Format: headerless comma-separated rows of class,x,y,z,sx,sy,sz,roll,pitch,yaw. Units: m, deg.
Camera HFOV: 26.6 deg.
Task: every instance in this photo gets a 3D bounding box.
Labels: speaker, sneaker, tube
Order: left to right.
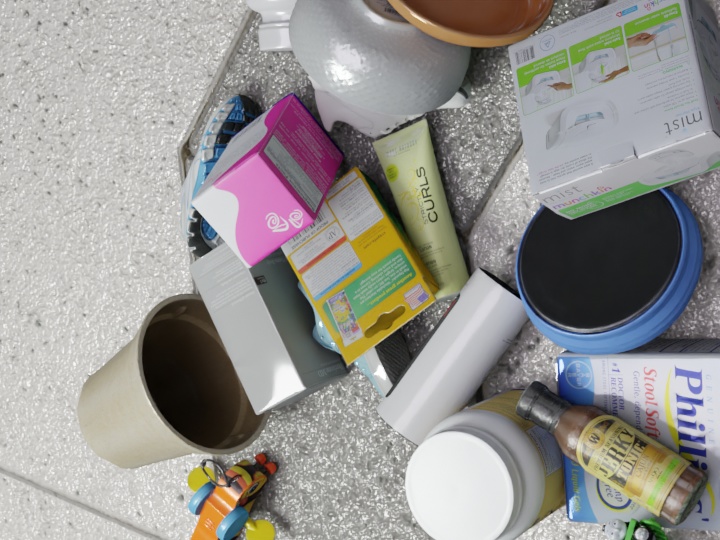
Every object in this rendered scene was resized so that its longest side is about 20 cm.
sneaker,-0.182,-0.120,1.842,0.087,0.075,0.201,26,98,58
sneaker,-0.008,0.076,1.771,0.082,0.074,0.200,-38,67,28
sneaker,0.036,-0.195,1.719,0.199,0.074,0.087,6,117,31
tube,0.072,-0.064,1.720,0.058,0.052,0.201,-16,84,-9
speaker,0.106,0.097,1.674,0.081,0.081,0.200,38,98,19

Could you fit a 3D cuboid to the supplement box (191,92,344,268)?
supplement box,-0.100,-0.104,1.705,0.101,0.200,0.103,-34,104,23

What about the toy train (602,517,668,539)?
toy train,0.288,0.287,1.569,0.056,0.200,0.042,14,74,22

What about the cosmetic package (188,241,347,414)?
cosmetic package,-0.109,0.060,1.801,0.090,0.107,0.200,-32,83,29

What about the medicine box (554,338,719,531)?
medicine box,0.318,0.167,1.582,0.199,0.103,0.183,-2,96,30

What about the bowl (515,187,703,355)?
bowl,0.252,-0.012,1.576,0.200,0.039,0.201,-14,60,26

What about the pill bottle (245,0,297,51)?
pill bottle,-0.078,-0.352,1.727,0.111,0.111,0.201,1,97,29

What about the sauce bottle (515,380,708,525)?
sauce bottle,0.248,0.179,1.526,0.200,0.065,0.065,30,110,22

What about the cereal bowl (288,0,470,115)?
cereal bowl,0.029,-0.265,1.623,0.200,0.200,0.083,44,140,17

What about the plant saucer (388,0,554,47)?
plant saucer,0.105,-0.304,1.599,0.200,0.200,0.037,44,145,17

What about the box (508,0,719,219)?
box,0.266,-0.171,1.537,0.200,0.097,0.177,-20,65,29

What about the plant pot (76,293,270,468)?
plant pot,-0.241,0.153,1.853,0.183,0.200,0.201,-28,83,40

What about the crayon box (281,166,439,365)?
crayon box,0.000,0.000,1.702,0.126,0.052,0.200,-36,59,11

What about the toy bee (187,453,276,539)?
toy bee,-0.148,0.281,1.867,0.131,0.109,0.200,53,142,4

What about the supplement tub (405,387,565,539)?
supplement tub,0.146,0.211,1.626,0.145,0.200,0.146,4,99,28
